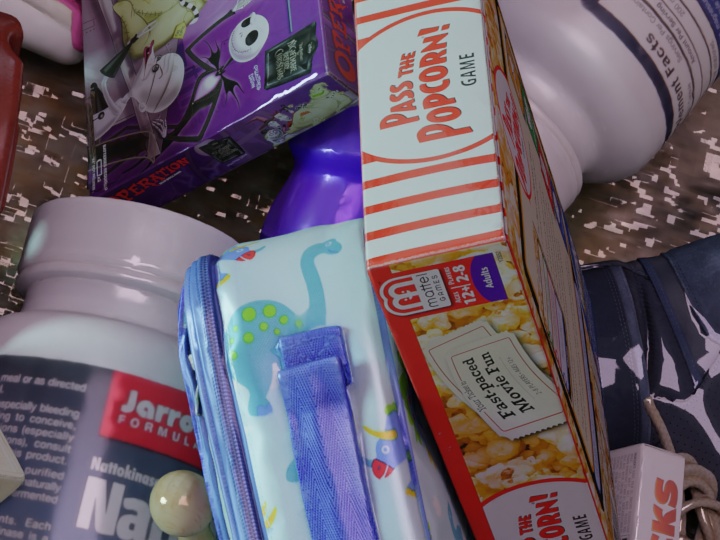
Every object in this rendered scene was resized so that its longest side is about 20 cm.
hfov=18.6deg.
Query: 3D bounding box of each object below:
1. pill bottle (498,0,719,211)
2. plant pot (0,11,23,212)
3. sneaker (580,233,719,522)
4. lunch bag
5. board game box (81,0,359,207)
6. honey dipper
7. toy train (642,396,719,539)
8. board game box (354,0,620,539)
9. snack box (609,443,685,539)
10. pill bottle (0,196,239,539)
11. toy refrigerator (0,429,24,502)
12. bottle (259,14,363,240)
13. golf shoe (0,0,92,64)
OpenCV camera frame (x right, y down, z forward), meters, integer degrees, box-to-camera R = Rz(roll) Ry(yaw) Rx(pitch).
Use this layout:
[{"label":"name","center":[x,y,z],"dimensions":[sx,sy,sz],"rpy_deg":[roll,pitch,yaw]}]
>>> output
[{"label":"pill bottle","center":[0.104,-0.109,0.947],"dimensions":[0.111,0.111,0.200],"rpy_deg":[40,70,1]},{"label":"plant pot","center":[-0.236,-0.046,0.821],"dimensions":[0.195,0.201,0.201],"rpy_deg":[12,71,-17]},{"label":"sneaker","center":[0.126,0.090,0.916],"dimensions":[0.146,0.077,0.203],"rpy_deg":[-10,84,-6]},{"label":"lunch bag","center":[-0.002,0.085,0.758],"dimensions":[0.082,0.161,0.200],"rpy_deg":[-14,84,5]},{"label":"board game box","center":[-0.062,-0.128,0.886],"dimensions":[0.120,0.032,0.200],"rpy_deg":[-24,54,24]},{"label":"honey dipper","center":[-0.043,0.140,0.802],"dimensions":[0.038,0.200,0.038],"rpy_deg":[-7,47,7]},{"label":"toy train","center":[0.131,0.159,0.833],"dimensions":[0.084,0.116,0.200],"rpy_deg":[-16,103,11]},{"label":"board game box","center":[0.047,0.006,0.765],"dimensions":[0.046,0.200,0.152],"rpy_deg":[-12,45,10]},{"label":"snack box","center":[0.081,0.167,0.815],"dimensions":[0.024,0.072,0.200],"rpy_deg":[20,67,-29]},{"label":"pill bottle","center":[-0.105,0.080,0.840],"dimensions":[0.119,0.120,0.200],"rpy_deg":[14,72,-8]},{"label":"toy refrigerator","center":[-0.223,0.101,0.776],"dimensions":[0.200,0.076,0.070],"rpy_deg":[-39,67,15]},{"label":"bottle","center":[0.000,0.000,0.876],"dimensions":[0.083,0.065,0.200],"rpy_deg":[1,101,-19]},{"label":"golf shoe","center":[-0.206,-0.123,0.916],"dimensions":[0.200,0.075,0.092],"rpy_deg":[26,100,-10]}]
